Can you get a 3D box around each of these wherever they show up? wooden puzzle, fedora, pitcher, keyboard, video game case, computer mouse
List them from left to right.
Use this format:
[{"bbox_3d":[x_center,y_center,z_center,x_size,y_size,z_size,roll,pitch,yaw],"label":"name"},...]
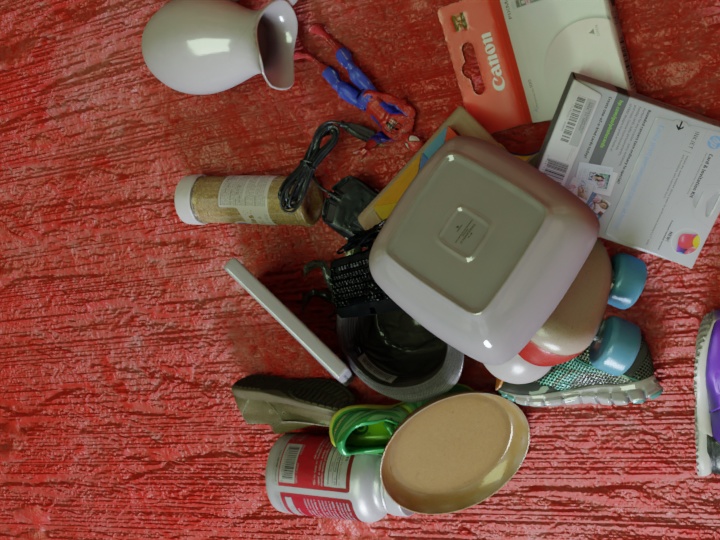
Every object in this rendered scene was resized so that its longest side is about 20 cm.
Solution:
[{"bbox_3d":[-0.166,-0.304,1.223,0.199,0.121,0.173,5,69,32],"label":"pitcher"},{"bbox_3d":[-0.088,0.072,1.276,0.200,0.182,0.023,43,85,8],"label":"video game case"},{"bbox_3d":[0.000,0.000,1.140,0.200,0.039,0.105,-15,79,62],"label":"keyboard"},{"bbox_3d":[0.009,-0.099,1.232,0.199,0.046,0.141,26,89,-1],"label":"computer mouse"},{"bbox_3d":[0.065,0.070,1.233,0.200,0.090,0.178,-30,89,41],"label":"fedora"},{"bbox_3d":[0.088,-0.078,1.108,0.185,0.037,0.200,-47,40,13],"label":"wooden puzzle"}]

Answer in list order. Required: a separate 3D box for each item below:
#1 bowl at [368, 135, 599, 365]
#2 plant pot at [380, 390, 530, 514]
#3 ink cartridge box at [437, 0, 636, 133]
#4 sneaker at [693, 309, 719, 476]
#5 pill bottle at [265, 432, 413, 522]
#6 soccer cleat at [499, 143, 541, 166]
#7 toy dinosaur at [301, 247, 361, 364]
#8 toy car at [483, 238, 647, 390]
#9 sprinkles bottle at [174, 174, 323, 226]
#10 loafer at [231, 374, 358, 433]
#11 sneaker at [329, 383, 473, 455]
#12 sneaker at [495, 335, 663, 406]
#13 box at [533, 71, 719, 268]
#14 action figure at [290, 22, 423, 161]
[{"bbox_3d":[0.113,-0.029,0.988,0.199,0.075,0.201,36,93,26],"label":"bowl"},{"bbox_3d":[0.117,0.226,1.236,0.199,0.028,0.201,-9,124,-14],"label":"plant pot"},{"bbox_3d":[0.189,-0.243,1.090,0.199,0.057,0.163,-13,101,26],"label":"ink cartridge box"},{"bbox_3d":[0.423,0.137,1.090,0.099,0.070,0.201,0,111,20],"label":"sneaker"},{"bbox_3d":[-0.021,0.283,1.339,0.199,0.112,0.113,-1,107,28],"label":"pill bottle"},{"bbox_3d":[0.153,-0.102,1.155,0.199,0.065,0.084,-13,84,31],"label":"soccer cleat"},{"bbox_3d":[-0.033,0.021,1.292,0.088,0.047,0.201,4,107,-2],"label":"toy dinosaur"},{"bbox_3d":[0.195,0.055,1.129,0.183,0.178,0.200,23,142,-6],"label":"toy car"},{"bbox_3d":[-0.149,-0.094,1.303,0.199,0.068,0.069,2,108,27],"label":"sprinkles bottle"},{"bbox_3d":[-0.089,0.191,1.370,0.199,0.076,0.068,7,114,32],"label":"loafer"},{"bbox_3d":[0.059,0.203,1.264,0.199,0.084,0.074,-16,112,4],"label":"sneaker"},{"bbox_3d":[0.257,0.114,1.172,0.199,0.077,0.092,-7,87,26],"label":"sneaker"},{"bbox_3d":[0.291,-0.106,1.049,0.199,0.041,0.157,18,115,0],"label":"box"},{"bbox_3d":[-0.008,-0.208,1.178,0.200,0.099,0.065,42,121,6],"label":"action figure"}]
